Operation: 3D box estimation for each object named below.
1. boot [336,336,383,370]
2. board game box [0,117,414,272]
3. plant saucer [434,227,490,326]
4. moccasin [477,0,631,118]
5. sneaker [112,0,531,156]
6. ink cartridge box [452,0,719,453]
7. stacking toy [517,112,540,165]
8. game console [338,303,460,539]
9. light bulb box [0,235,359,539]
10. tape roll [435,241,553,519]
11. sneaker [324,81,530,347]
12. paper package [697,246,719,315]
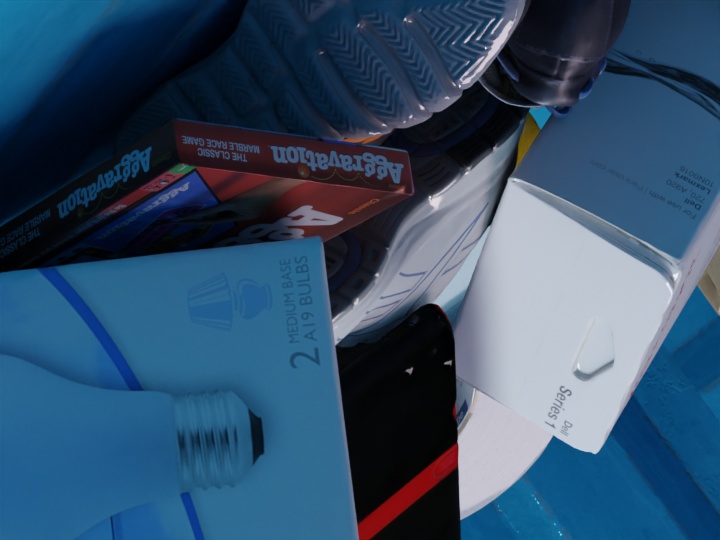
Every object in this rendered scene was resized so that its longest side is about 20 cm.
[{"bbox_3d":[-0.084,0.074,1.215,0.130,0.068,0.200,-33,172,39],"label":"boot"},{"bbox_3d":[-0.082,-0.007,1.052,0.103,0.020,0.200,4,159,-39],"label":"board game box"},{"bbox_3d":[-0.008,0.032,1.342,0.200,0.019,0.070,-36,130,17],"label":"plant saucer"},{"bbox_3d":[0.060,-0.097,1.128,0.200,0.080,0.068,-59,161,-84],"label":"moccasin"},{"bbox_3d":[0.000,-0.086,1.083,0.200,0.078,0.112,-28,-177,37],"label":"sneaker"},{"bbox_3d":[0.124,-0.043,1.254,0.200,0.084,0.146,-55,169,-37],"label":"ink cartridge box"},{"bbox_3d":[0.051,-0.049,1.454,0.146,0.146,0.200,-33,154,-26],"label":"stacking toy"},{"bbox_3d":[-0.033,0.124,1.186,0.200,0.031,0.177,-38,142,-30],"label":"game console"},{"bbox_3d":[-0.101,0.103,1.014,0.199,0.199,0.125,-7,169,-3],"label":"light bulb box"},{"bbox_3d":[0.000,0.042,1.408,0.200,0.200,0.066,-38,-144,17],"label":"tape roll"},{"bbox_3d":[0.000,0.000,1.168,0.200,0.074,0.087,-39,144,-24],"label":"sneaker"},{"bbox_3d":[0.213,-0.105,1.458,0.200,0.191,0.103,-29,173,-42],"label":"paper package"}]
